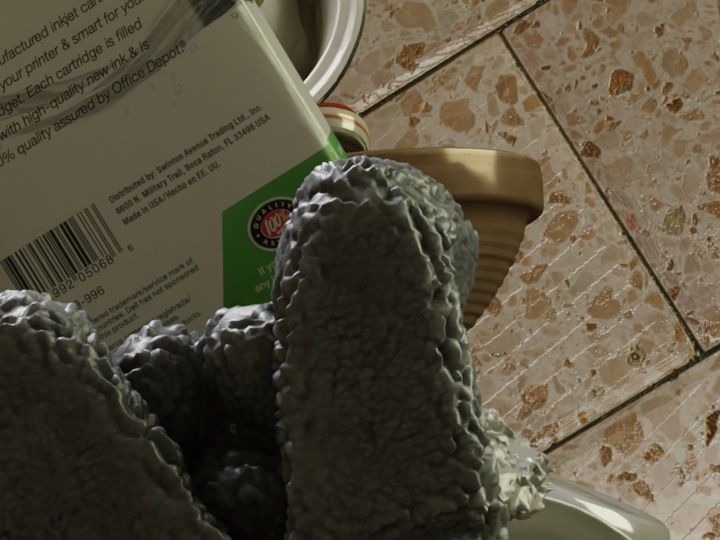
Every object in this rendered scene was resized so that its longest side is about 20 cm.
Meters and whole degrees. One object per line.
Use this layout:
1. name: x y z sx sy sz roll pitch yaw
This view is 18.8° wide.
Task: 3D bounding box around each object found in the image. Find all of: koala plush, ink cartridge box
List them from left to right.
1. ink cartridge box: -0.100 -0.063 0.839 0.201 0.146 0.083 59 4 -7
2. koala plush: -0.021 0.081 0.722 0.200 0.176 0.185 34 37 -82

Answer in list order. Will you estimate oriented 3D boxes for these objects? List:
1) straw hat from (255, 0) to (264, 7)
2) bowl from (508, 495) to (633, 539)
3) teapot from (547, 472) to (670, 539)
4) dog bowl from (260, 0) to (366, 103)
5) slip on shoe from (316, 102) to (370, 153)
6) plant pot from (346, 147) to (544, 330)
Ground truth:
1. straw hat: -0.094 -0.162 1.139 0.202 0.085 0.201 54 -12 17
2. bowl: 0.056 0.202 0.909 0.202 0.200 0.090 59 -38 6
3. teapot: 0.105 0.207 1.465 0.199 0.147 0.197 21 0 -44
4. dog bowl: -0.100 -0.166 1.352 0.201 0.199 0.074 59 -14 3
5. slip on shoe: -0.043 -0.069 1.168 0.200 0.073 0.062 160 -72 -76
6. plant pot: 0.000 0.000 1.127 0.201 0.199 0.094 36 47 -80
